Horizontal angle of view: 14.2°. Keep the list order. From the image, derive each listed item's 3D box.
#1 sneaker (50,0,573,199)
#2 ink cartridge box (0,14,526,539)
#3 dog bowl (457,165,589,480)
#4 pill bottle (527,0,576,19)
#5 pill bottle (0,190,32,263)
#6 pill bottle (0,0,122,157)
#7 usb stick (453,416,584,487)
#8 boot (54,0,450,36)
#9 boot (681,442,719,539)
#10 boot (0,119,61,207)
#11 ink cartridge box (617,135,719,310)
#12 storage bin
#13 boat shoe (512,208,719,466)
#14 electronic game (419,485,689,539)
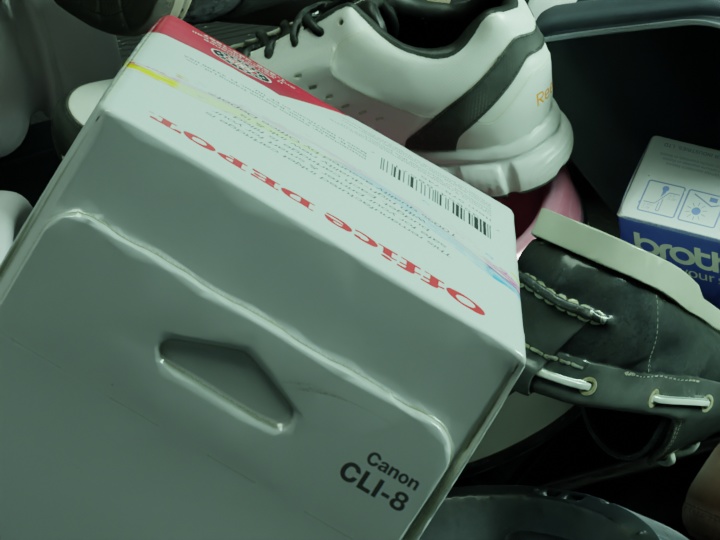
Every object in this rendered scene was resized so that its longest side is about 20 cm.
[{"bbox_3d":[-0.022,-0.072,1.098,0.199,0.080,0.074,-4,34,8],"label":"sneaker"},{"bbox_3d":[-0.044,0.026,0.913,0.145,0.145,0.200,31,11,-4],"label":"ink cartridge box"},{"bbox_3d":[0.000,0.000,1.121,0.200,0.074,0.200,-5,32,3],"label":"dog bowl"},{"bbox_3d":[0.180,-0.088,1.331,0.200,0.114,0.114,10,29,26],"label":"pill bottle"},{"bbox_3d":[-0.228,0.028,1.151,0.199,0.114,0.113,-2,25,4],"label":"pill bottle"},{"bbox_3d":[-0.210,-0.088,1.240,0.200,0.114,0.114,-20,29,-13],"label":"pill bottle"},{"bbox_3d":[0.072,0.041,1.165,0.055,0.033,0.200,26,35,16],"label":"usb stick"},{"bbox_3d":[-0.067,-0.144,1.178,0.150,0.073,0.200,-2,21,-32],"label":"boot"},{"bbox_3d":[0.238,0.077,1.042,0.186,0.064,0.200,-23,27,-32],"label":"boot"},{"bbox_3d":[-0.171,-0.041,1.327,0.168,0.077,0.200,-15,34,-14],"label":"boot"},{"bbox_3d":[0.200,0.014,1.100,0.200,0.094,0.044,15,58,20],"label":"ink cartridge box"},{"bbox_3d":[0.177,-0.081,1.149,0.145,0.200,0.135,-3,51,42],"label":"storage bin"},{"bbox_3d":[0.105,0.038,1.062,0.072,0.068,0.200,19,-6,33],"label":"boat shoe"},{"bbox_3d":[0.026,0.126,0.988,0.199,0.042,0.200,-10,19,3],"label":"electronic game"}]
